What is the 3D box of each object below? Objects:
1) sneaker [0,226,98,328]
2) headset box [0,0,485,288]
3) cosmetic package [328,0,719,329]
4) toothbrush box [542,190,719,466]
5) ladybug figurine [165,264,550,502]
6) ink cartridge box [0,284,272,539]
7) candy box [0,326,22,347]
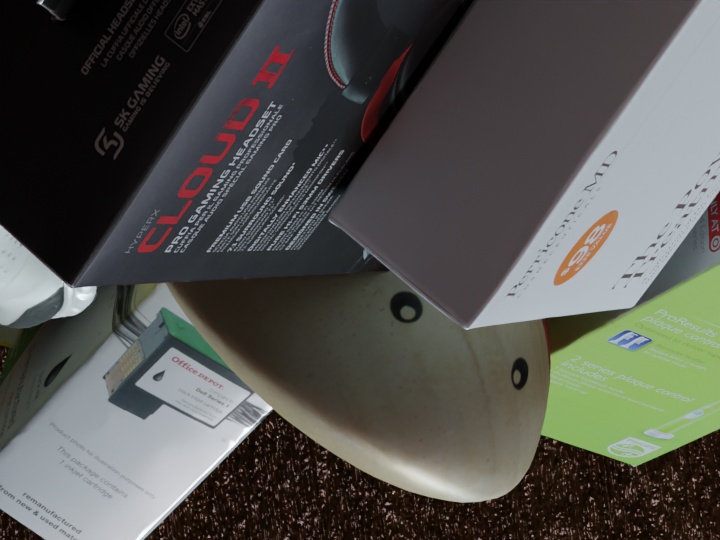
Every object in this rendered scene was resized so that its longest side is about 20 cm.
[{"bbox_3d":[-0.134,-0.028,0.729,0.080,0.074,0.200,-21,163,-16],"label":"sneaker"},{"bbox_3d":[-0.015,-0.076,0.493,0.149,0.075,0.200,-55,162,14],"label":"headset box"},{"bbox_3d":[0.090,-0.079,0.541,0.200,0.052,0.151,-56,160,15],"label":"cosmetic package"},{"bbox_3d":[0.122,-0.038,0.703,0.086,0.146,0.200,20,150,-27],"label":"toothbrush box"},{"bbox_3d":[0.000,0.000,0.671,0.136,0.072,0.200,28,-168,-28],"label":"ladybug figurine"},{"bbox_3d":[-0.078,0.018,0.963,0.200,0.084,0.146,-46,-161,23],"label":"ink cartridge box"},{"bbox_3d":[-0.230,-0.031,0.906,0.199,0.102,0.026,13,-153,-22],"label":"candy box"}]
